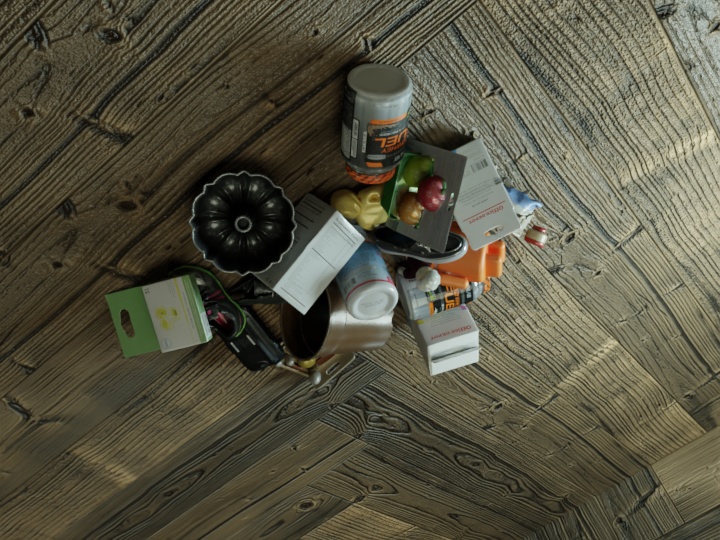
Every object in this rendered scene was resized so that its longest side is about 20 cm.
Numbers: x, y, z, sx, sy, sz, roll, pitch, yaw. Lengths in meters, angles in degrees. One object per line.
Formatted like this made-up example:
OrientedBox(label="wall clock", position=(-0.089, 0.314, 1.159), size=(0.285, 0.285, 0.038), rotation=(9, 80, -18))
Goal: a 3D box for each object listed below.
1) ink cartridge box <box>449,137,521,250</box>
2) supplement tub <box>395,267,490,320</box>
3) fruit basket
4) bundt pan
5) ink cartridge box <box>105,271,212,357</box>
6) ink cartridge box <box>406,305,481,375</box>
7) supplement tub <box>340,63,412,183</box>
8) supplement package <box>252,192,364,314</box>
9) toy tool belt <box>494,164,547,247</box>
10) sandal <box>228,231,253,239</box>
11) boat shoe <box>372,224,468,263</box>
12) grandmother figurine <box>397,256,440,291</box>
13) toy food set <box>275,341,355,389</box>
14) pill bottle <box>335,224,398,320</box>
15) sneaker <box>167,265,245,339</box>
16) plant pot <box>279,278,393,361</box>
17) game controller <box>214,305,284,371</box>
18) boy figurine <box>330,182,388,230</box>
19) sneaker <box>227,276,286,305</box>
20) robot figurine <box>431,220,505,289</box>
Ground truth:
OrientedBox(label="ink cartridge box", position=(0.232, -0.154, 1.613), size=(0.116, 0.067, 0.200), rotation=(-26, 94, 5))
OrientedBox(label="supplement tub", position=(0.191, 0.031, 1.838), size=(0.200, 0.123, 0.123), rotation=(-18, 139, -5))
OrientedBox(label="fruit basket", position=(0.127, -0.148, 1.522), size=(0.094, 0.200, 0.185), rotation=(2, 107, -39))
OrientedBox(label="bundt pan", position=(-0.223, -0.096, 1.519), size=(0.202, 0.076, 0.202), rotation=(-1, 104, -5))
OrientedBox(label="ink cartridge box", position=(-0.419, 0.096, 1.623), size=(0.200, 0.048, 0.146), rotation=(-14, 97, 6))
OrientedBox(label="ink cartridge box", position=(0.198, 0.145, 1.902), size=(0.128, 0.200, 0.125), rotation=(-16, 138, -5))
OrientedBox(label="supplement tub", position=(0.026, -0.265, 1.454), size=(0.122, 0.123, 0.200), rotation=(-9, 138, -14))
OrientedBox(label="supplement package", position=(-0.109, -0.035, 1.596), size=(0.200, 0.110, 0.114), rotation=(-51, 135, -5))
OrientedBox(label="toy tool belt", position=(0.334, -0.141, 1.711), size=(0.200, 0.125, 0.123), rotation=(23, 96, -13))
OrientedBox(label="sandal", position=(-0.204, -0.047, 1.649), size=(0.082, 0.050, 0.203), rotation=(-25, 143, 30))
OrientedBox(label="boat shoe", position=(0.116, -0.064, 1.615), size=(0.200, 0.070, 0.066), rotation=(11, 163, 25))
OrientedBox(label="grandmother figurine", position=(0.117, -0.031, 1.681), size=(0.061, 0.200, 0.121), rotation=(7, 131, -28))
OrientedBox(label="toy food set", position=(-0.130, 0.221, 1.952), size=(0.143, 0.060, 0.200), rotation=(-42, 135, 22))
OrientedBox(label="pill bottle", position=(0.000, 0.000, 1.665), size=(0.109, 0.200, 0.109), rotation=(-12, 138, -11))
OrientedBox(label="sneaker", position=(-0.319, 0.067, 1.664), size=(0.077, 0.084, 0.200), rotation=(-39, 110, 21))
OrientedBox(label="plant pot", position=(-0.046, 0.105, 1.778), size=(0.198, 0.200, 0.200), rotation=(6, 132, -38))
OrientedBox(label="game controller", position=(-0.260, 0.157, 1.826), size=(0.104, 0.042, 0.200), rotation=(-19, 127, 19))
OrientedBox(label="boy figurine", position=(0.031, -0.131, 1.642), size=(0.200, 0.064, 0.124), rotation=(-4, 132, -18))
OrientedBox(label="sneaker", position=(-0.187, 0.041, 1.702), size=(0.200, 0.060, 0.104), rotation=(-18, 161, 41))
OrientedBox(label="robot figurine", position=(0.213, -0.036, 1.735), size=(0.200, 0.144, 0.117), rotation=(9, -176, 16))
